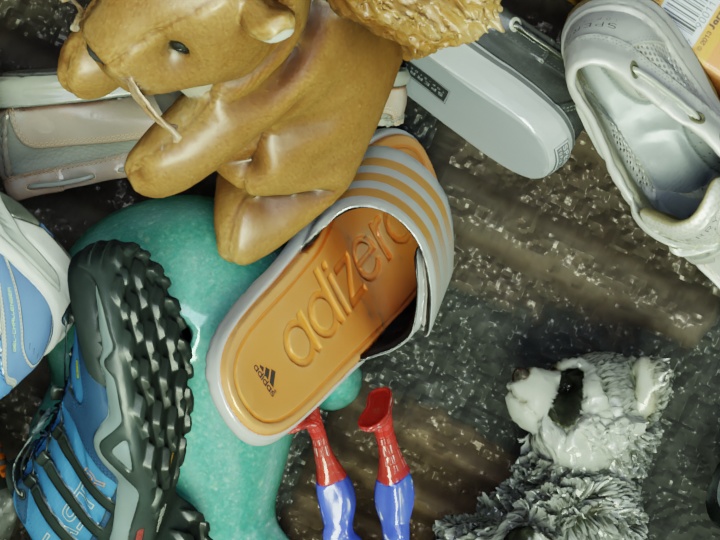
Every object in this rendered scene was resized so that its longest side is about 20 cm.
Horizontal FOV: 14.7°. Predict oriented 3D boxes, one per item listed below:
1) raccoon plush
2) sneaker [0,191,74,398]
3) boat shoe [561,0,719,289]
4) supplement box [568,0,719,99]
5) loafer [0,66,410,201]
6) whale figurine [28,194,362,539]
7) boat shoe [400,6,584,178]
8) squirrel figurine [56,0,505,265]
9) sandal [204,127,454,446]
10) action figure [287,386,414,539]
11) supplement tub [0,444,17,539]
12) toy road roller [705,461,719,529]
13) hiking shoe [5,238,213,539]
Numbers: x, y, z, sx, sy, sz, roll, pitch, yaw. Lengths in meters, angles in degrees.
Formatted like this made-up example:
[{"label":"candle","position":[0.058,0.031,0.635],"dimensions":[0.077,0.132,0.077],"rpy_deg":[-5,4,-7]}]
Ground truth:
[{"label":"raccoon plush","position":[0.123,0.131,1.319],"dimensions":[0.134,0.097,0.200],"rpy_deg":[-45,119,-16]},{"label":"sneaker","position":[-0.203,-0.024,1.194],"dimensions":[0.200,0.076,0.077],"rpy_deg":[43,48,-18]},{"label":"boat shoe","position":[0.155,-0.035,1.290],"dimensions":[0.071,0.069,0.200],"rpy_deg":[-31,111,33]},{"label":"supplement box","position":[0.108,-0.161,1.321],"dimensions":[0.200,0.067,0.069],"rpy_deg":[35,89,0]},{"label":"loafer","position":[-0.075,-0.066,1.314],"dimensions":[0.199,0.072,0.063],"rpy_deg":[-1,97,5]},{"label":"whale figurine","position":[-0.076,0.065,1.286],"dimensions":[0.158,0.104,0.201],"rpy_deg":[-10,89,-3]},{"label":"boat shoe","position":[0.031,-0.129,1.320],"dimensions":[0.200,0.070,0.066],"rpy_deg":[38,67,5]},{"label":"squirrel figurine","position":[-0.036,-0.119,1.181],"dimensions":[0.199,0.187,0.142],"rpy_deg":[-29,72,0]},{"label":"sandal","position":[0.004,0.007,1.259],"dimensions":[0.059,0.207,0.079],"rpy_deg":[-15,116,37]},{"label":"action figure","position":[0.009,0.152,1.286],"dimensions":[0.065,0.052,0.201],"rpy_deg":[-6,117,19]},{"label":"supplement tub","position":[-0.231,0.071,1.271],"dimensions":[0.122,0.123,0.201],"rpy_deg":[-20,88,-3]},{"label":"toy road roller","position":[0.269,0.087,1.263],"dimensions":[0.123,0.146,0.200],"rpy_deg":[37,84,-23]},{"label":"hiking shoe","position":[-0.119,0.081,1.219],"dimensions":[0.086,0.074,0.201],"rpy_deg":[3,116,15]}]
